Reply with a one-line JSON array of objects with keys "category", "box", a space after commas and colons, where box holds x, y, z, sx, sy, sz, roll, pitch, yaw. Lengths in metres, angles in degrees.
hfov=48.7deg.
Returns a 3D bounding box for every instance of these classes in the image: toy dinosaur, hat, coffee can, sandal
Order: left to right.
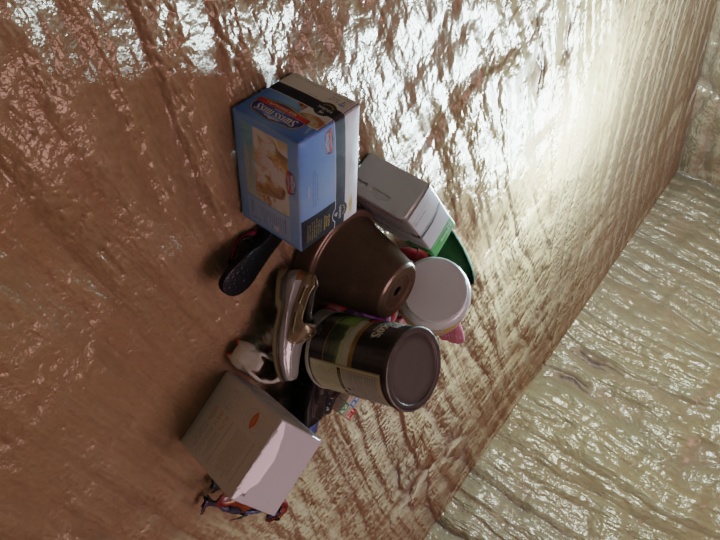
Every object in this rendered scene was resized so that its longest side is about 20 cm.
[{"category": "toy dinosaur", "box": [-0.219, 0.466, 1.572, 0.181, 0.200, 0.106, 19, 91, -19]}, {"category": "sandal", "box": [-0.174, -0.033, 1.270, 0.200, 0.045, 0.075, -55, 163, -42]}, {"category": "coffee can", "box": [0.020, 0.157, 1.409, 0.146, 0.199, 0.147, -8, 101, -46]}, {"category": "hat", "box": [0.129, -0.012, 1.753, 0.176, 0.166, 0.201, -31, 103, -11]}]

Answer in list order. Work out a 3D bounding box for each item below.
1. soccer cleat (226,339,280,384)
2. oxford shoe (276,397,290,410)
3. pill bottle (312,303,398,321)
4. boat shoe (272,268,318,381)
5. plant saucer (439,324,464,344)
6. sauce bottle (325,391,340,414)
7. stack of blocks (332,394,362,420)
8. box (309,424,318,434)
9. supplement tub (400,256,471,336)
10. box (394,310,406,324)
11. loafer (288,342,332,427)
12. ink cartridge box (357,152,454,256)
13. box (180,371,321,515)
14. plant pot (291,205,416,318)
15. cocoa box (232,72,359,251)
[{"category": "soccer cleat", "box": [-0.170, 0.179, 1.445, 0.069, 0.077, 0.200, -57, 154, -4]}, {"category": "oxford shoe", "box": [-0.171, 0.291, 1.591, 0.200, 0.071, 0.072, 66, 15, -72]}, {"category": "pill bottle", "box": [-0.021, 0.102, 1.586, 0.200, 0.112, 0.113, -36, 146, -39]}, {"category": "boat shoe", "box": [-0.112, 0.098, 1.391, 0.075, 0.068, 0.201, -45, 138, -76]}, {"category": "plant saucer", "box": [0.182, 0.084, 1.867, 0.051, 0.201, 0.201, -22, 148, -1]}, {"category": "sauce bottle", "box": [-0.043, 0.217, 1.721, 0.066, 0.066, 0.201, -1, 117, -60]}, {"category": "stack of blocks", "box": [-0.006, 0.231, 1.808, 0.200, 0.058, 0.115, -55, 153, -9]}, {"category": "box", "box": [-0.102, 0.287, 1.654, 0.121, 0.032, 0.201, -51, 154, -73]}, {"category": "supplement tub", "box": [0.147, 0.053, 1.601, 0.146, 0.145, 0.200, -56, 172, -6]}, {"category": "box", "box": [0.095, 0.102, 1.809, 0.100, 0.095, 0.200, -49, 152, -17]}, {"category": "loafer", "box": [-0.090, 0.212, 1.528, 0.071, 0.073, 0.201, -14, 127, -42]}, {"category": "ink cartridge box", "box": [0.079, -0.120, 1.491, 0.084, 0.146, 0.200, -57, 155, -5]}, {"category": "box", "box": [-0.190, 0.293, 1.365, 0.106, 0.200, 0.153, 38, 84, -41]}, {"category": "plant pot", "box": [0.000, 0.000, 1.449, 0.200, 0.174, 0.201, -41, 149, -31]}, {"category": "cocoa box", "box": [-0.092, -0.157, 1.167, 0.131, 0.133, 0.201, -39, 147, -34]}]
